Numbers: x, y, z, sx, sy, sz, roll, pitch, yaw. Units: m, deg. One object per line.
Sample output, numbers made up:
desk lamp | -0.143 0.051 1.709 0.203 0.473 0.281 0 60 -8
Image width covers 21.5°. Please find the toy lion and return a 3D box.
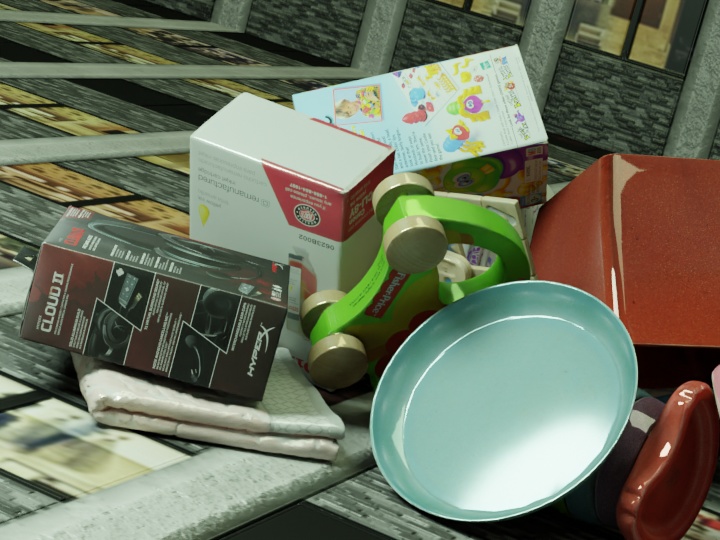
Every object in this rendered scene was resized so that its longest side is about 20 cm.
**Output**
toy lion | 0.064 0.036 1.451 0.191 0.200 0.069 15 37 -25

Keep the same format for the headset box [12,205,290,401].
headset box | -0.156 0.019 1.390 0.199 0.078 0.149 16 11 -4

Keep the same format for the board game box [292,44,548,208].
board game box | 0.052 -0.103 1.624 0.199 0.105 0.103 -12 -30 -3

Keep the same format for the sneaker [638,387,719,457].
sneaker | 0.228 0.122 1.567 0.199 0.075 0.086 4 11 -42

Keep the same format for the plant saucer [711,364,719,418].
plant saucer | 0.291 0.140 1.340 0.051 0.202 0.201 -14 7 12

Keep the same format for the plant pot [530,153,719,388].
plant pot | 0.245 0.009 1.591 0.199 0.177 0.200 2 -19 -21

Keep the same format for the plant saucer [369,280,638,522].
plant saucer | 0.103 0.095 1.339 0.200 0.200 0.027 25 -22 39

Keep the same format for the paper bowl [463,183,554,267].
paper bowl | 0.116 -0.023 1.759 0.104 0.202 0.201 11 13 -17

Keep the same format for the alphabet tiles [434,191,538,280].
alphabet tiles | 0.081 0.023 1.539 0.167 0.201 0.008 7 36 39

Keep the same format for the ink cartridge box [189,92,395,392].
ink cartridge box | -0.058 -0.020 1.520 0.145 0.201 0.083 20 39 21

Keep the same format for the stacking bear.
stacking bear | 0.149 0.120 1.384 0.199 0.122 0.114 20 -20 32

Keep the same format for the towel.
towel | -0.121 0.082 1.410 0.190 0.032 0.200 11 12 -17

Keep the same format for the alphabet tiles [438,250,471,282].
alphabet tiles | 0.000 0.000 1.563 0.199 0.196 0.015 21 40 23
